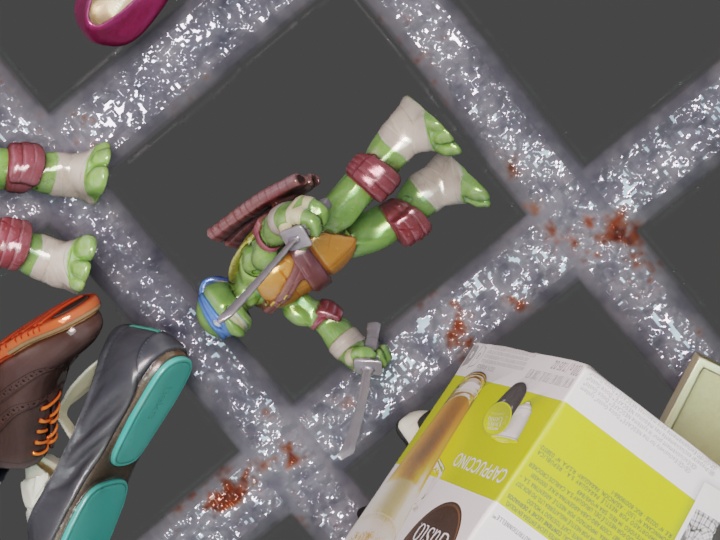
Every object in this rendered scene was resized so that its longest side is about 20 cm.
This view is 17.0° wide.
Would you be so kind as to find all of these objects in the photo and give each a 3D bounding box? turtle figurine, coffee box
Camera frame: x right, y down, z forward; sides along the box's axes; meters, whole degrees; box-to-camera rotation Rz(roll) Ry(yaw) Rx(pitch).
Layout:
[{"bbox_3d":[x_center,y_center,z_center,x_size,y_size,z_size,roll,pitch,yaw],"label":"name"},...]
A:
[{"bbox_3d":[-0.254,-0.063,1.495,0.194,0.144,0.200,12,124,-13],"label":"turtle figurine"},{"bbox_3d":[0.121,0.184,1.439,0.200,0.200,0.198,37,82,-13],"label":"coffee box"},{"bbox_3d":[0.000,0.000,1.506,0.194,0.200,0.144,-42,108,-5],"label":"turtle figurine"}]

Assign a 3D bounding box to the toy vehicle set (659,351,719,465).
[{"bbox_3d":[0.231,0.169,1.580,0.124,0.027,0.200,27,95,-1],"label":"toy vehicle set"}]

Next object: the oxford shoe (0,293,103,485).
[{"bbox_3d":[-0.207,0.078,1.521,0.073,0.071,0.200,53,137,3],"label":"oxford shoe"}]

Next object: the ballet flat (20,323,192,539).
[{"bbox_3d":[-0.178,0.122,1.570,0.073,0.073,0.200,27,101,-1],"label":"ballet flat"}]

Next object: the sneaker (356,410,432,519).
[{"bbox_3d":[0.035,0.187,1.569,0.088,0.076,0.200,16,85,6],"label":"sneaker"}]

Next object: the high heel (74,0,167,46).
[{"bbox_3d":[-0.120,-0.232,1.520,0.067,0.096,0.200,35,95,-2],"label":"high heel"}]
